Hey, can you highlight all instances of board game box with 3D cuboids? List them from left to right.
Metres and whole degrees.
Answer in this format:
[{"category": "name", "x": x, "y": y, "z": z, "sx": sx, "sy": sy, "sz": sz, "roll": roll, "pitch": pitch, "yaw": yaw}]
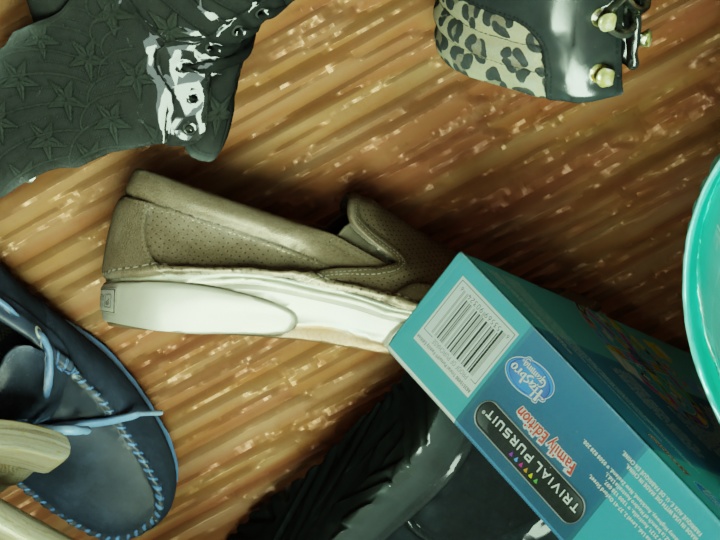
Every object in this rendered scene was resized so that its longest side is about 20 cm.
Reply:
[{"category": "board game box", "x": 0.118, "y": 0.078, "z": 0.929, "sx": 0.047, "sy": 0.151, "sz": 0.200, "roll": -51, "pitch": 144, "yaw": 12}]

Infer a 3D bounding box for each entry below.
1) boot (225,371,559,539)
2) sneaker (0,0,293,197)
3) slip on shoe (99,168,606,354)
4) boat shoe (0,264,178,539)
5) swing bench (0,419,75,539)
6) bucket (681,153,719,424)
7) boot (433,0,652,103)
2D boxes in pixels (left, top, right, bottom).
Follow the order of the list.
[{"category": "boot", "x": 0.039, "y": 0.141, "z": 1.048, "sx": 0.168, "sy": 0.077, "sz": 0.200, "roll": 32, "pitch": 121, "yaw": -22}, {"category": "sneaker", "x": -0.058, "y": -0.091, "z": 0.940, "sx": 0.199, "sy": 0.060, "sz": 0.105, "roll": -8, "pitch": 107, "yaw": 19}, {"category": "slip on shoe", "x": 0.000, "y": 0.000, "z": 0.990, "sx": 0.199, "sy": 0.076, "sz": 0.061, "roll": 6, "pitch": 90, "yaw": -4}, {"category": "boat shoe", "x": -0.153, "y": 0.043, "z": 1.004, "sx": 0.084, "sy": 0.069, "sz": 0.200, "roll": -42, "pitch": 109, "yaw": 17}, {"category": "swing bench", "x": -0.165, "y": 0.163, "z": 0.989, "sx": 0.200, "sy": 0.130, "sz": 0.199, "roll": 46, "pitch": 135, "yaw": -12}, {"category": "bucket", "x": 0.208, "y": 0.016, "z": 0.828, "sx": 0.206, "sy": 0.135, "sz": 0.208, "roll": -11, "pitch": 132, "yaw": -13}, {"category": "boot", "x": 0.104, "y": -0.134, "z": 0.893, "sx": 0.203, "sy": 0.073, "sz": 0.155, "roll": 15, "pitch": 123, "yaw": 30}]
